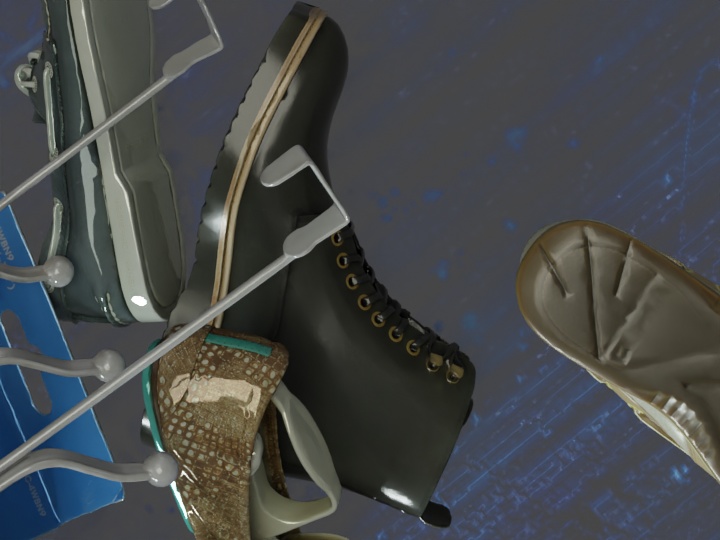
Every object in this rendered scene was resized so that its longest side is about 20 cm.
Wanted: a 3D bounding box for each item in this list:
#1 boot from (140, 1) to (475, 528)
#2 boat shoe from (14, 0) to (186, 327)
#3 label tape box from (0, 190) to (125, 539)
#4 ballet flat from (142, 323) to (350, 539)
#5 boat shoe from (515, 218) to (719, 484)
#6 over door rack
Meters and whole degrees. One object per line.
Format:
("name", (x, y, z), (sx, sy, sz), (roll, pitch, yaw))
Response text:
("boot", (0.000, 0.000, 0.985), (0.138, 0.077, 0.201), (18, 110, 4))
("boat shoe", (-0.122, -0.074, 0.995), (0.061, 0.073, 0.201), (-8, 94, 19))
("label tape box", (-0.216, 0.069, 1.002), (0.199, 0.066, 0.144), (-23, 89, 27))
("ballet flat", (-0.037, 0.109, 0.959), (0.065, 0.071, 0.201), (-2, 128, 15))
("boat shoe", (0.148, 0.042, 0.959), (0.200, 0.066, 0.074), (40, 98, -8))
("over door rack", (-0.095, 0.006, 0.896), (0.200, 0.067, 0.148), (-45, 41, 8))
